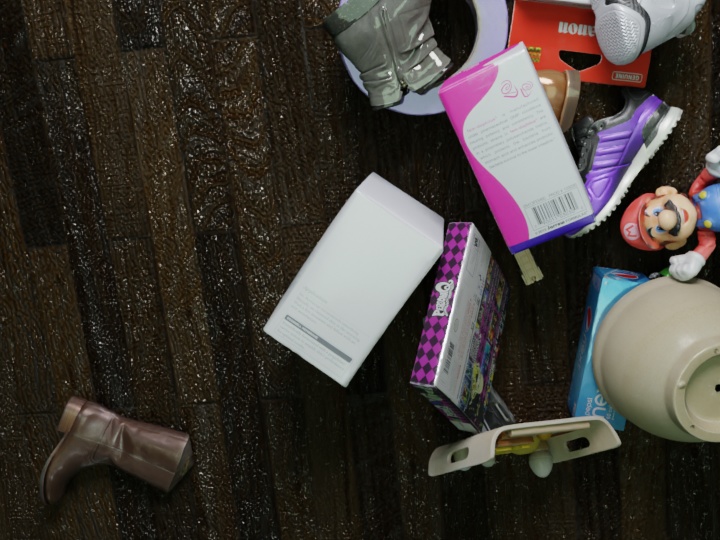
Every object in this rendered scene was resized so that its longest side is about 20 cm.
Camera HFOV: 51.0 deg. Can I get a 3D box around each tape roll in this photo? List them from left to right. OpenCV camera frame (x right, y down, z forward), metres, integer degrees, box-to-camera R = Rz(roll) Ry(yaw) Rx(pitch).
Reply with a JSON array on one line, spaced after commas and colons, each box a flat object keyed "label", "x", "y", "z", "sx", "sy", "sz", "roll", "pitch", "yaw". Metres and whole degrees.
[{"label": "tape roll", "x": 0.075, "y": -0.290, "z": 0.913, "sx": 0.199, "sy": 0.085, "sz": 0.201, "roll": 1, "pitch": 103, "yaw": 5}]

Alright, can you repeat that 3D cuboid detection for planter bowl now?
[{"label": "planter bowl", "x": 0.394, "y": 0.118, "z": 0.888, "sx": 0.200, "sy": 0.135, "sz": 0.201, "roll": -1, "pitch": 103, "yaw": -5}]

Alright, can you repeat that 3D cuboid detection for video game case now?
[{"label": "video game case", "x": 0.126, "y": 0.072, "z": 0.903, "sx": 0.036, "sy": 0.181, "sz": 0.200, "roll": 4, "pitch": 66, "yaw": 29}]

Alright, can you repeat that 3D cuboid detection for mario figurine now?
[{"label": "mario figurine", "x": 0.407, "y": -0.066, "z": 0.886, "sx": 0.200, "sy": 0.124, "sz": 0.106, "roll": -13, "pitch": 140, "yaw": 29}]

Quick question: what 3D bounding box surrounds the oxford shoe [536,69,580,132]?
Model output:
[{"label": "oxford shoe", "x": 0.211, "y": -0.149, "z": 0.926, "sx": 0.071, "sy": 0.071, "sz": 0.201, "roll": 5, "pitch": 116, "yaw": 0}]

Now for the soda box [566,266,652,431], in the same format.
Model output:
[{"label": "soda box", "x": 0.324, "y": 0.101, "z": 0.985, "sx": 0.068, "sy": 0.064, "sz": 0.201, "roll": 8, "pitch": 104, "yaw": 5}]

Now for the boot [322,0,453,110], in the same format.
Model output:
[{"label": "boot", "x": 0.068, "y": -0.278, "z": 0.847, "sx": 0.200, "sy": 0.068, "sz": 0.131, "roll": -32, "pitch": 102, "yaw": 20}]

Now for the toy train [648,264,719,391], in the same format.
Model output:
[{"label": "toy train", "x": 0.436, "y": 0.082, "z": 0.982, "sx": 0.056, "sy": 0.042, "sz": 0.200, "roll": -31, "pitch": 98, "yaw": 1}]

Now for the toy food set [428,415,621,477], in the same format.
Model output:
[{"label": "toy food set", "x": 0.204, "y": 0.232, "z": 0.954, "sx": 0.199, "sy": 0.143, "sz": 0.061, "roll": 0, "pitch": 69, "yaw": -26}]

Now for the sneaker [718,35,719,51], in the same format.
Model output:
[{"label": "sneaker", "x": 0.506, "y": -0.205, "z": 0.888, "sx": 0.114, "sy": 0.076, "sz": 0.200, "roll": -16, "pitch": 95, "yaw": 16}]

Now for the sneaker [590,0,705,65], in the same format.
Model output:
[{"label": "sneaker", "x": 0.310, "y": -0.335, "z": 0.818, "sx": 0.115, "sy": 0.075, "sz": 0.200, "roll": -19, "pitch": 113, "yaw": -11}]

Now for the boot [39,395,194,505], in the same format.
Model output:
[{"label": "boot", "x": -0.355, "y": 0.295, "z": 1.111, "sx": 0.199, "sy": 0.064, "sz": 0.187, "roll": 20, "pitch": 107, "yaw": -3}]

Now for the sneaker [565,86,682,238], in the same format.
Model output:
[{"label": "sneaker", "x": 0.295, "y": -0.138, "z": 0.936, "sx": 0.099, "sy": 0.070, "sz": 0.200, "roll": 36, "pitch": 100, "yaw": 4}]

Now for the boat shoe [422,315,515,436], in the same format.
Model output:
[{"label": "boat shoe", "x": 0.148, "y": 0.135, "z": 1.017, "sx": 0.071, "sy": 0.072, "sz": 0.200, "roll": -26, "pitch": 109, "yaw": 3}]

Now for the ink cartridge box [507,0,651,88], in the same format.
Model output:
[{"label": "ink cartridge box", "x": 0.272, "y": -0.308, "z": 0.874, "sx": 0.199, "sy": 0.044, "sz": 0.174, "roll": 1, "pitch": 103, "yaw": -15}]

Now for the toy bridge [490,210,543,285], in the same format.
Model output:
[{"label": "toy bridge", "x": 0.182, "y": -0.073, "z": 0.959, "sx": 0.027, "sy": 0.067, "sz": 0.200, "roll": -24, "pitch": 100, "yaw": 11}]

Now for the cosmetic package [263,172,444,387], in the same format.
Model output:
[{"label": "cosmetic package", "x": 0.000, "y": 0.000, "z": 0.927, "sx": 0.123, "sy": 0.199, "sz": 0.200, "roll": 35, "pitch": 104, "yaw": -2}]

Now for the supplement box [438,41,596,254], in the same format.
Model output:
[{"label": "supplement box", "x": 0.175, "y": -0.138, "z": 0.843, "sx": 0.101, "sy": 0.103, "sz": 0.200, "roll": -22, "pitch": 107, "yaw": 19}]
